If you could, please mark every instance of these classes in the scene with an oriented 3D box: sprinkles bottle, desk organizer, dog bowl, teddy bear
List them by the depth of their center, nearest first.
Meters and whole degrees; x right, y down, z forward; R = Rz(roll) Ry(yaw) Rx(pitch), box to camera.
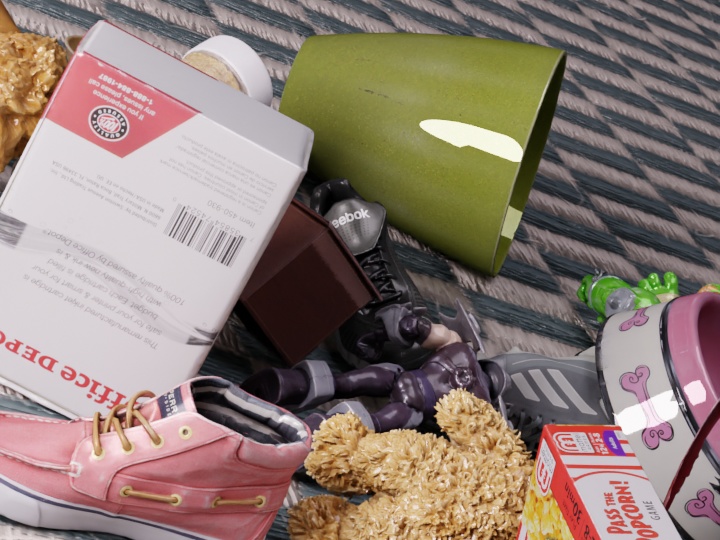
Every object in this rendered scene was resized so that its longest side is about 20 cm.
[{"bbox_3d":[0.055,0.135,1.264,0.200,0.067,0.145,23,61,21],"label":"teddy bear"},{"bbox_3d":[-0.146,-0.090,1.506,0.068,0.068,0.200,37,47,17],"label":"sprinkles bottle"},{"bbox_3d":[-0.075,-0.015,1.511,0.072,0.077,0.200,55,-11,-33],"label":"desk organizer"},{"bbox_3d":[0.252,0.104,1.570,0.200,0.074,0.200,41,32,-32],"label":"dog bowl"}]

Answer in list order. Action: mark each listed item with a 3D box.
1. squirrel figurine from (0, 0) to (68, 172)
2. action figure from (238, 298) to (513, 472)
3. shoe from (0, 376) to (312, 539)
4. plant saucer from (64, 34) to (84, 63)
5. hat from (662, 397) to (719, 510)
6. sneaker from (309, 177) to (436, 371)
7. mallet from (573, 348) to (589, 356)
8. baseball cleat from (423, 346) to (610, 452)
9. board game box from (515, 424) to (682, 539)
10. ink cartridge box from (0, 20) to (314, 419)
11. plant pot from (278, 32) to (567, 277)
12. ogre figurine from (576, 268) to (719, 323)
[{"bbox_3d":[-0.284,-0.105,1.332,0.200,0.142,0.186,16,16,42],"label":"squirrel figurine"},{"bbox_3d":[0.023,0.081,1.417,0.200,0.069,0.130,-5,58,-40],"label":"action figure"},{"bbox_3d":[-0.126,0.093,1.204,0.200,0.091,0.072,20,24,-24],"label":"shoe"},{"bbox_3d":[-0.137,-0.116,1.675,0.200,0.036,0.200,25,12,-6],"label":"plant saucer"},{"bbox_3d":[0.142,0.150,1.301,0.165,0.176,0.200,24,23,-14],"label":"hat"},{"bbox_3d":[0.000,0.000,1.545,0.066,0.091,0.200,-18,33,-6],"label":"sneaker"},{"bbox_3d":[0.238,0.122,1.677,0.200,0.041,0.066,29,19,-17],"label":"mallet"},{"bbox_3d":[0.131,0.104,1.532,0.200,0.070,0.107,-6,60,-38],"label":"baseball cleat"},{"bbox_3d":[0.114,0.202,1.125,0.046,0.200,0.152,2,30,-16],"label":"board game box"},{"bbox_3d":[-0.136,-0.019,1.289,0.147,0.200,0.083,28,19,-7],"label":"ink cartridge box"},{"bbox_3d":[0.041,-0.114,1.767,0.200,0.188,0.187,19,21,7],"label":"plant pot"},{"bbox_3d":[0.263,0.060,1.765,0.200,0.098,0.120,49,7,7],"label":"ogre figurine"}]
